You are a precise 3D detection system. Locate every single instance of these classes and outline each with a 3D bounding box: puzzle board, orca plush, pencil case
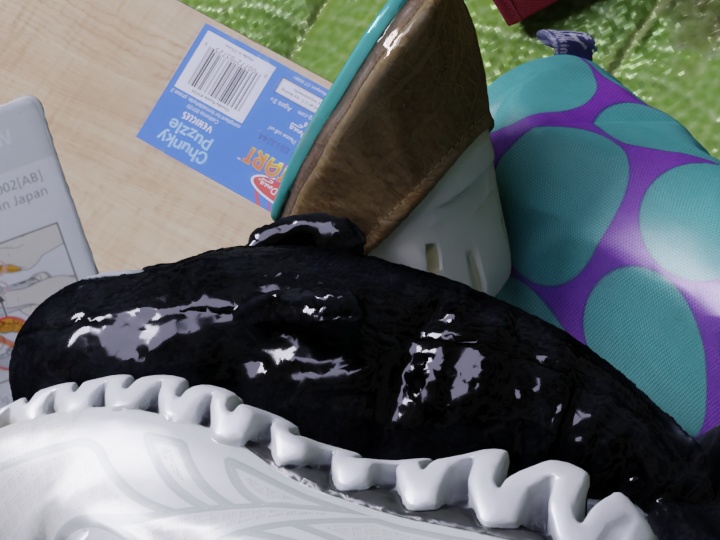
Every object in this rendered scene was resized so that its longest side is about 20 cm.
[{"bbox_3d":[-0.100,-0.025,0.925,0.199,0.017,0.151,28,80,11],"label":"puzzle board"},{"bbox_3d":[-0.001,0.035,0.719,0.199,0.071,0.106,24,74,16],"label":"orca plush"},{"bbox_3d":[0.105,0.006,0.805,0.092,0.086,0.200,-8,30,-37],"label":"pencil case"}]

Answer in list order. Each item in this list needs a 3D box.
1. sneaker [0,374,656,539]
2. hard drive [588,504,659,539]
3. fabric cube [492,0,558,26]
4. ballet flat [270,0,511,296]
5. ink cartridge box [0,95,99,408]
[{"bbox_3d":[-0.030,0.078,0.678,0.199,0.076,0.081,6,33,25],"label":"sneaker"},{"bbox_3d":[0.009,0.099,0.739,0.131,0.027,0.200,2,23,16],"label":"hard drive"},{"bbox_3d":[0.080,-0.244,0.959,0.199,0.197,0.200,-26,43,7],"label":"fabric cube"},{"bbox_3d":[0.000,0.000,0.817,0.072,0.200,0.068,41,42,6],"label":"ballet flat"},{"bbox_3d":[-0.135,0.069,0.795,0.161,0.201,0.050,-20,10,-9],"label":"ink cartridge box"}]
